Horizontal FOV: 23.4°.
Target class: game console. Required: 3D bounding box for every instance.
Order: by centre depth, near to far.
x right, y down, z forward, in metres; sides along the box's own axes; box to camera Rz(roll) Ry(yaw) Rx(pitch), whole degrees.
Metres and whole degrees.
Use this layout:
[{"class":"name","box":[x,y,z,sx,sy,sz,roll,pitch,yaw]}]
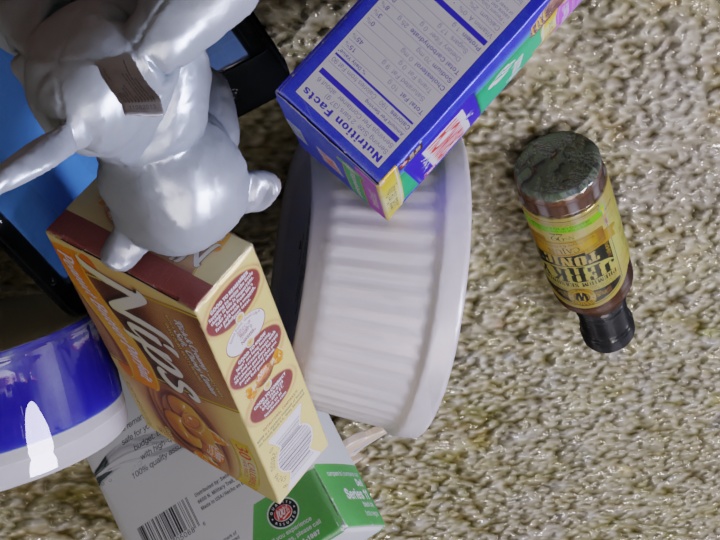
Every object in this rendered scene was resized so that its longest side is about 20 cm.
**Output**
[{"class":"game console","box":[-0.142,-0.099,0.976,0.175,0.117,0.200,-26,139,8]}]

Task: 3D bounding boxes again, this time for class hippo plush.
[{"class":"hippo plush","box":[-0.092,-0.089,0.874,0.159,0.200,0.161,-27,135,5]}]

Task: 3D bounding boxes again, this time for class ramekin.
[{"class":"ramekin","box":[0.000,0.000,1.087,0.094,0.203,0.203,7,134,-10]}]

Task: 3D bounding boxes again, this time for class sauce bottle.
[{"class":"sauce bottle","box":[0.159,-0.013,1.226,0.064,0.065,0.200,-23,138,4]}]

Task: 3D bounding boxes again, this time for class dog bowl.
[{"class":"dog bowl","box":[-0.247,0.077,1.060,0.199,0.200,0.079,-12,101,-9]}]

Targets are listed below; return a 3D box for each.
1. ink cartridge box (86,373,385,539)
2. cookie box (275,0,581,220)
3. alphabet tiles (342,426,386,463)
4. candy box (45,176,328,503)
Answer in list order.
[{"class":"ink cartridge box","box":[-0.097,0.118,1.159,0.146,0.201,0.083,-32,163,15]},{"class":"cookie box","box":[0.052,-0.130,0.922,0.200,0.075,0.171,-48,176,-1]},{"class":"alphabet tiles","box":[-0.064,0.171,1.293,0.195,0.015,0.200,-33,172,15]},{"class":"candy box","box":[-0.096,0.042,1.010,0.055,0.115,0.200,-49,147,-25]}]
